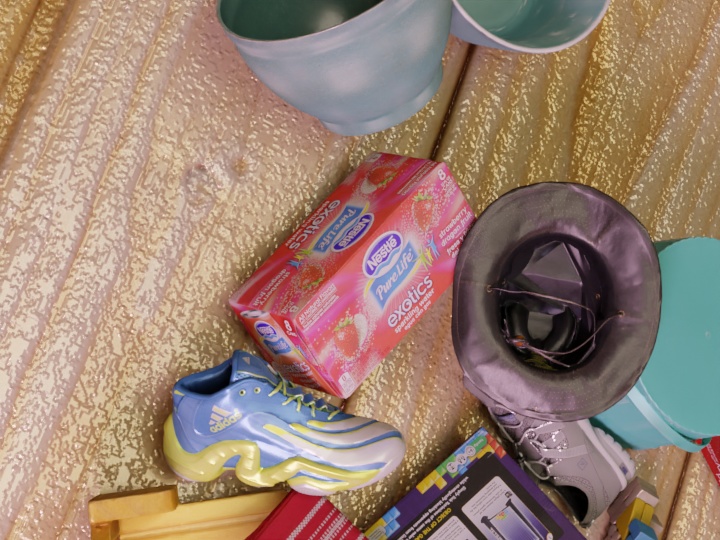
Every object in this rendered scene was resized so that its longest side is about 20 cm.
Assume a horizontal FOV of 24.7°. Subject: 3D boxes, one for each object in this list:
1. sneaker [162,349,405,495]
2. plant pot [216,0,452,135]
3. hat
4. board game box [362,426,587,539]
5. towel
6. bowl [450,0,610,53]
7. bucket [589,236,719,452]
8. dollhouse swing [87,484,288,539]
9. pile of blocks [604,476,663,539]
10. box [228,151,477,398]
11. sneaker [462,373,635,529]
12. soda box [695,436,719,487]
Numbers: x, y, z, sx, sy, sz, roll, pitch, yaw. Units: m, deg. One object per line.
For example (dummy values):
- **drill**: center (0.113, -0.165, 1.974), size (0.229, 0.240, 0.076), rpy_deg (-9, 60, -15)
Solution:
- **sneaker**: center (-0.063, 0.119, 1.313), size (0.197, 0.076, 0.106), rpy_deg (-2, 123, 0)
- **plant pot**: center (-0.006, -0.201, 1.385), size (0.200, 0.199, 0.135), rpy_deg (-45, 130, -24)
- **hat**: center (0.165, 0.026, 1.415), size (0.198, 0.081, 0.203), rpy_deg (0, 89, 0)
- **board game box**: center (0.087, 0.260, 1.400), size (0.199, 0.057, 0.166), rpy_deg (-37, 78, -25)
- **towel**: center (-0.012, 0.270, 1.292), size (0.200, 0.022, 0.145), rpy_deg (45, 39, 1)
- **bowl**: center (0.124, -0.285, 1.492), size (0.199, 0.105, 0.204), rpy_deg (3, 83, -26)
- **bucket**: center (0.280, 0.067, 1.507), size (0.205, 0.135, 0.210), rpy_deg (4, 81, -24)
- **dollhouse swing**: center (-0.111, 0.267, 1.277), size (0.173, 0.182, 0.203), rpy_deg (-6, 85, -6)
- **pile of blocks**: center (0.247, 0.291, 1.492), size (0.062, 0.082, 0.202), rpy_deg (30, 71, -19)
- **box**: center (0.000, 0.000, 1.384), size (0.200, 0.099, 0.096), rpy_deg (-46, 123, -23)
- **sneaker**: center (0.164, 0.154, 1.471), size (0.200, 0.075, 0.082), rpy_deg (40, 67, -17)
- **soda box**: center (0.402, 0.224, 1.583), size (0.063, 0.070, 0.202), rpy_deg (-31, 98, -25)
